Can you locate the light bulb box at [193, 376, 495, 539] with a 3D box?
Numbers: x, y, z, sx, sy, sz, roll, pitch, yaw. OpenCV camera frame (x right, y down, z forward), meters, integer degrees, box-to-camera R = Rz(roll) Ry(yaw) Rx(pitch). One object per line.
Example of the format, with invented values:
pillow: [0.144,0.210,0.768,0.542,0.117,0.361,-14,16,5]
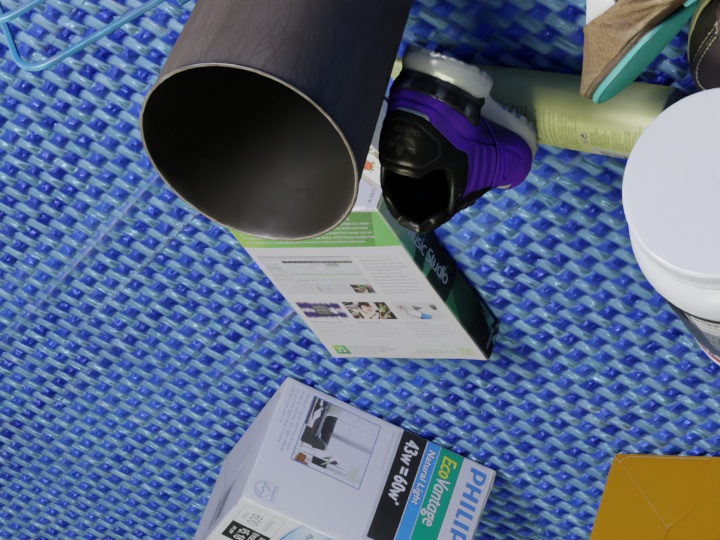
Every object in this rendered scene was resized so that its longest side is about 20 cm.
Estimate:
light bulb box: [-0.020,0.214,2.316,0.199,0.125,0.198,25,151,-7]

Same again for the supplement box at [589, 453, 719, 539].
supplement box: [0.276,0.283,2.173,0.132,0.198,0.200,-1,145,33]

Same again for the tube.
tube: [0.112,-0.109,1.767,0.199,0.052,0.058,9,115,26]

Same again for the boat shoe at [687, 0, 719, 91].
boat shoe: [0.244,-0.146,1.598,0.073,0.065,0.200,22,152,-7]

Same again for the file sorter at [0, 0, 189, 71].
file sorter: [-0.207,-0.238,1.601,0.122,0.139,0.200,-29,137,6]

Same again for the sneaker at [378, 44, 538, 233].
sneaker: [0.051,-0.068,1.699,0.069,0.100,0.200,18,173,21]

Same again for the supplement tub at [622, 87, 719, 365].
supplement tub: [0.249,-0.020,1.694,0.140,0.141,0.200,6,162,24]

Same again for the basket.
basket: [-0.036,-0.147,1.628,0.136,0.200,0.181,17,150,6]

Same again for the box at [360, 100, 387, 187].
box: [-0.033,-0.129,1.825,0.039,0.042,0.200,-8,142,40]

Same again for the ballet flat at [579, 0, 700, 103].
ballet flat: [0.175,-0.174,1.599,0.072,0.068,0.200,52,146,5]

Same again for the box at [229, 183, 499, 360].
box: [0.000,0.000,2.032,0.144,0.036,0.200,0,147,32]
